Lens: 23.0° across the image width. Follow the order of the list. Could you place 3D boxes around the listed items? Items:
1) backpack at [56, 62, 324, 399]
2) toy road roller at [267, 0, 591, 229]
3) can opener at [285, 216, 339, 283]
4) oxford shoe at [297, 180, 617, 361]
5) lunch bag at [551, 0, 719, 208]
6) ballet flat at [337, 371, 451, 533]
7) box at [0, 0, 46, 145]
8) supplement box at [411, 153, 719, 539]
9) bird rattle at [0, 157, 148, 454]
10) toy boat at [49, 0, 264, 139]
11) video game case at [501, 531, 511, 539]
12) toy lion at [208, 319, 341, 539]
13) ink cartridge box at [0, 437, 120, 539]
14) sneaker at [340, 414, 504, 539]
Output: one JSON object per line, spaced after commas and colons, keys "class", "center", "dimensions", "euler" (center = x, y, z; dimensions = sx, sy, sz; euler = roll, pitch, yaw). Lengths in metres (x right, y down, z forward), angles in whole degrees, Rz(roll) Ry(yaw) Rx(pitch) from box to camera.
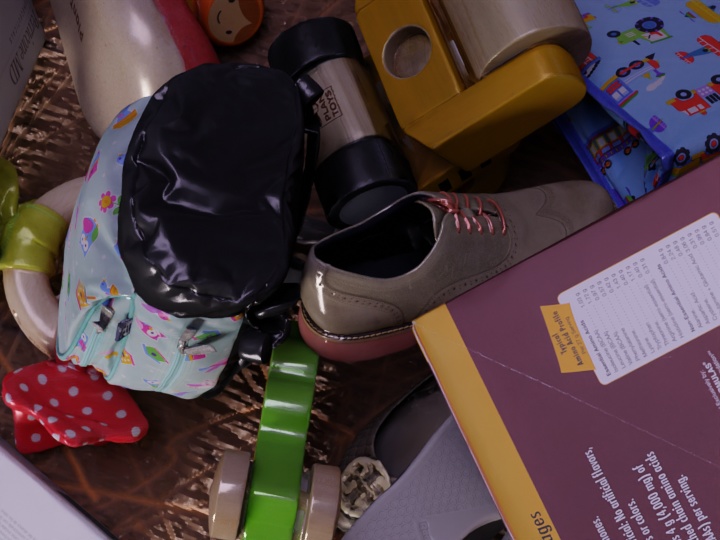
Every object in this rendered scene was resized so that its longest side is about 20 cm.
{"class": "backpack", "center": [-0.102, -0.012, 0.997], "dimensions": [0.126, 0.200, 0.168], "euler": [18, 60, -10]}
{"class": "toy road roller", "center": [0.054, -0.107, 1.058], "dimensions": [0.199, 0.146, 0.124], "euler": [-32, 64, 22]}
{"class": "can opener", "center": [0.000, 0.000, 1.106], "dimensions": [0.199, 0.053, 0.067], "euler": [17, 106, 18]}
{"class": "oxford shoe", "center": [0.060, -0.013, 0.978], "dimensions": [0.199, 0.075, 0.071], "euler": [-23, 53, -18]}
{"class": "lunch bag", "center": [0.187, -0.122, 1.061], "dimensions": [0.150, 0.094, 0.201], "euler": [-20, 51, -16]}
{"class": "ballet flat", "center": [0.057, 0.081, 1.055], "dimensions": [0.200, 0.046, 0.067], "euler": [-39, 66, -4]}
{"class": "box", "center": [-0.331, -0.161, 1.124], "dimensions": [0.198, 0.172, 0.200], "euler": [-12, 30, 7]}
{"class": "supplement box", "center": [0.164, 0.077, 0.901], "dimensions": [0.199, 0.133, 0.198], "euler": [-28, 73, 7]}
{"class": "bird rattle", "center": [-0.171, 0.012, 1.109], "dimensions": [0.162, 0.113, 0.201], "euler": [-27, 68, -17]}
{"class": "toy boat", "center": [-0.124, -0.169, 1.164], "dimensions": [0.130, 0.131, 0.201], "euler": [-8, 62, -23]}
{"class": "video game case", "center": [0.168, 0.183, 1.005], "dimensions": [0.182, 0.023, 0.201], "euler": [31, 79, 21]}
{"class": "toy lion", "center": [-0.052, 0.137, 1.005], "dimensions": [0.068, 0.192, 0.202], "euler": [9, 112, -3]}
{"class": "ink cartridge box", "center": [-0.267, 0.182, 1.093], "dimensions": [0.199, 0.044, 0.174], "euler": [36, 85, 21]}
{"class": "sneaker", "center": [0.044, 0.139, 1.012], "dimensions": [0.200, 0.099, 0.071], "euler": [-37, 79, -32]}
